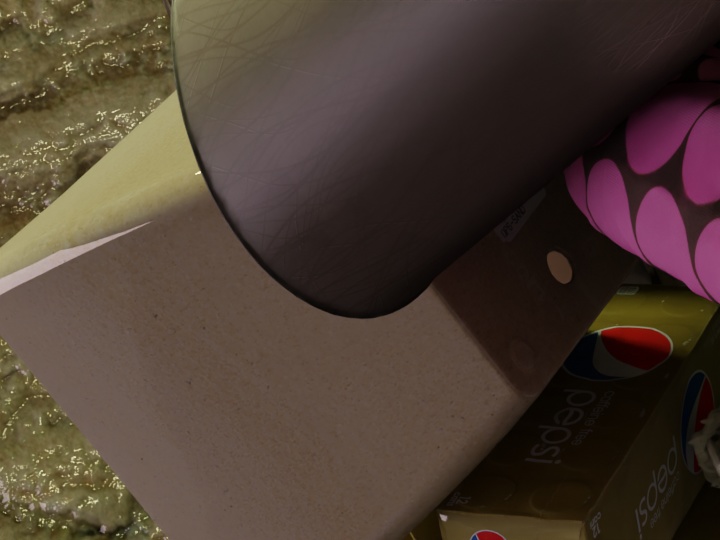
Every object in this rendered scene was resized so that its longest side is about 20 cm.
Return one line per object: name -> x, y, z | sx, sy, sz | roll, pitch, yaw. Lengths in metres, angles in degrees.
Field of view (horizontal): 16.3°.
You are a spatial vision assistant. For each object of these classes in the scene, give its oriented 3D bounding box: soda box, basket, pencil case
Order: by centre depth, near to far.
pencil case -> 0.143, -0.027, 0.857 | 0.200, 0.093, 0.091 | -130, 57, -69
basket -> 0.045, -0.100, 0.869 | 0.200, 0.136, 0.181 | -29, 58, 46
soda box -> 0.104, 0.079, 1.081 | 0.200, 0.067, 0.064 | -49, -46, -52

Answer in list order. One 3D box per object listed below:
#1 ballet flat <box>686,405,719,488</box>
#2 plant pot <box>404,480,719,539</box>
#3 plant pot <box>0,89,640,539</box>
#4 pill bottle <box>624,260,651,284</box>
ballet flat -> 0.176, 0.071, 0.991 | 0.200, 0.071, 0.072 | 142, 106, -82
plant pot -> 0.136, 0.177, 1.156 | 0.200, 0.176, 0.201 | -127, 15, -65
plant pot -> 0.000, 0.000, 1.048 | 0.177, 0.200, 0.200 | -30, 102, 42
pill bottle -> 0.066, -0.057, 1.253 | 0.111, 0.111, 0.201 | 82, 165, -64
